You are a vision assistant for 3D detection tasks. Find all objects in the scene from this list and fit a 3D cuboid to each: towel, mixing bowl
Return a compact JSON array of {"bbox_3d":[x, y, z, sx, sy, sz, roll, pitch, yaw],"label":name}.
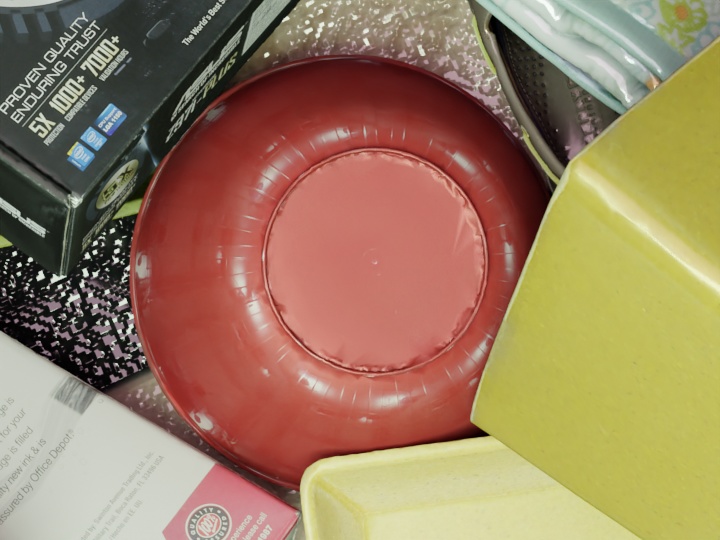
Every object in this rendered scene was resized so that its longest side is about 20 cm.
[{"bbox_3d":[0.112,-0.169,1.228,0.200,0.048,0.171,40,59,10],"label":"towel"},{"bbox_3d":[0.000,0.000,1.207,0.200,0.108,0.201,0,87,-5],"label":"mixing bowl"}]

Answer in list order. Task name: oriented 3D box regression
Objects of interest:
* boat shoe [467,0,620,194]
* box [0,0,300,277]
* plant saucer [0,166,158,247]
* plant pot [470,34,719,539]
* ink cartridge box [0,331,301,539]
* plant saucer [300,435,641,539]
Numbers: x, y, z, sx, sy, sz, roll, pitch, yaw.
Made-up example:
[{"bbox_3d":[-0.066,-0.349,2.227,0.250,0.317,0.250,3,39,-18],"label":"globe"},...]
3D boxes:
[{"bbox_3d":[0.083,-0.118,1.256,0.072,0.060,0.200,-19,81,5],"label":"boat shoe"},{"bbox_3d":[-0.130,-0.129,1.209,0.164,0.086,0.200,37,68,6],"label":"box"},{"bbox_3d":[-0.187,-0.100,1.269,0.200,0.048,0.200,-15,81,-20],"label":"plant saucer"},{"bbox_3d":[0.193,0.024,1.114,0.200,0.196,0.194,42,59,16],"label":"plant pot"},{"bbox_3d":[-0.149,0.123,1.217,0.200,0.083,0.147,30,53,11],"label":"ink cartridge box"},{"bbox_3d":[0.082,0.168,1.208,0.200,0.048,0.200,-7,88,-5],"label":"plant saucer"}]
